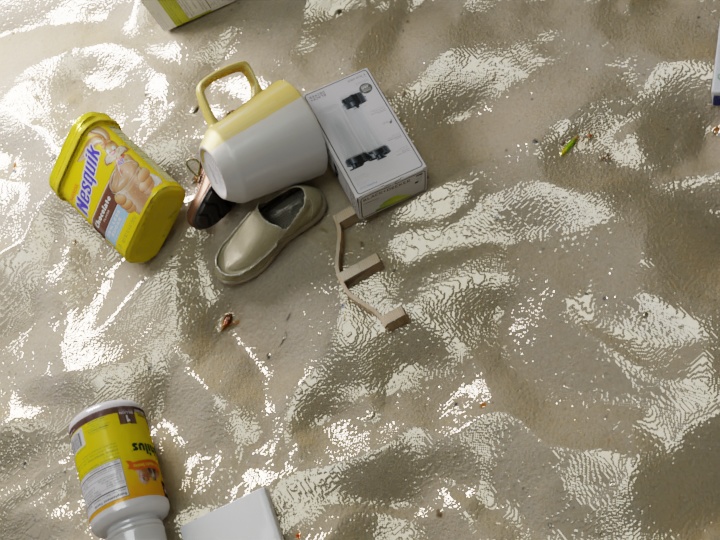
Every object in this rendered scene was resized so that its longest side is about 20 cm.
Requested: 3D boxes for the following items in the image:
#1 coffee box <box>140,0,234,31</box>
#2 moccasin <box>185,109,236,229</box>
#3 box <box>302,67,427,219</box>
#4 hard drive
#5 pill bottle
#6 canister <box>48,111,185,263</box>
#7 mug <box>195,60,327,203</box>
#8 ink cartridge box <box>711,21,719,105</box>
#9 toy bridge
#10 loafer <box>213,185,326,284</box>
[{"bbox_3d":[-0.295,-0.556,1.669,0.195,0.200,0.203,-21,65,8],"label":"coffee box"},{"bbox_3d":[-0.217,-0.157,1.559,0.077,0.074,0.205,11,76,30],"label":"moccasin"},{"bbox_3d":[0.004,-0.186,1.494,0.115,0.060,0.202,-25,63,-10],"label":"box"},{"bbox_3d":[-0.150,0.406,1.340,0.130,0.026,0.202,-25,64,6],"label":"hard drive"},{"bbox_3d":[-0.325,0.288,1.396,0.108,0.109,0.203,-25,64,6],"label":"pill bottle"},{"bbox_3d":[-0.372,-0.126,1.569,0.199,0.086,0.150,40,111,24],"label":"canister"},{"bbox_3d":[-0.159,-0.186,1.485,0.152,0.151,0.187,-30,58,-20],"label":"mug"},{"bbox_3d":[0.586,-0.313,1.386,0.193,0.043,0.203,7,69,21],"label":"ink cartridge box"},{"bbox_3d":[0.000,0.000,1.453,0.066,0.027,0.202,-28,63,5],"label":"toy bridge"},{"bbox_3d":[-0.141,-0.061,1.498,0.199,0.068,0.076,-41,63,-2],"label":"loafer"}]
